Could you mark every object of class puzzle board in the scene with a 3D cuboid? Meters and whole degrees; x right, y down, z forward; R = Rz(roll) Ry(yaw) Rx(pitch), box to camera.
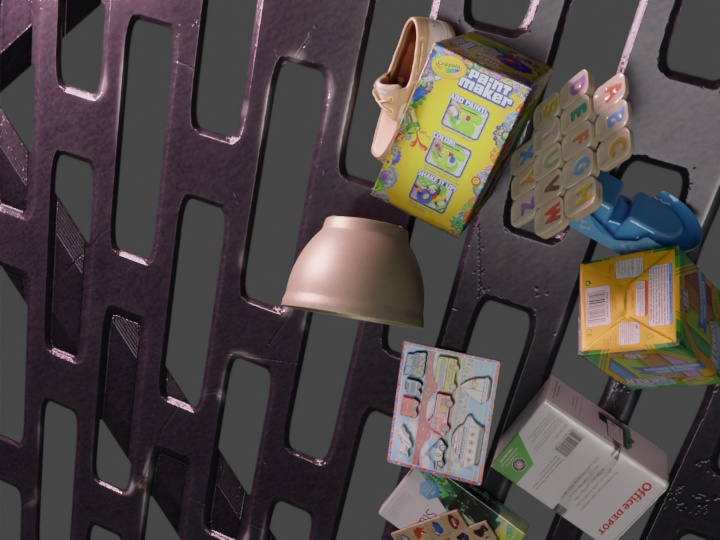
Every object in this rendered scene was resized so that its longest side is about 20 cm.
[{"bbox_3d":[0.124,0.218,1.191,0.150,0.017,0.200,11,103,18],"label":"puzzle board"}]

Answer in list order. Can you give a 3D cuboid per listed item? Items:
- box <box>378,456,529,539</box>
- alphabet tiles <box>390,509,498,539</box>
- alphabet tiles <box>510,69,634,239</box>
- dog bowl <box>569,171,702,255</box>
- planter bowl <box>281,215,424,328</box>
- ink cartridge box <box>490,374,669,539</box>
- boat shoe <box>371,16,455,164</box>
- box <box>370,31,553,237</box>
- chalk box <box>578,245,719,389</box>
[{"bbox_3d":[0.147,0.398,1.257,0.200,0.036,0.144,34,118,5],"label":"box"},{"bbox_3d":[0.144,0.472,1.264,0.200,0.006,0.167,-30,96,28],"label":"alphabet tiles"},{"bbox_3d":[0.244,-0.140,0.937,0.015,0.200,0.196,21,148,-25],"label":"alphabet tiles"},{"bbox_3d":[0.322,-0.074,0.978,0.200,0.112,0.050,31,136,7],"label":"dog bowl"},{"bbox_3d":[0.000,0.000,1.095,0.200,0.200,0.135,8,85,18],"label":"planter bowl"},{"bbox_3d":[0.313,0.272,1.119,0.200,0.084,0.146,35,118,6],"label":"ink cartridge box"},{"bbox_3d":[0.051,-0.237,1.028,0.074,0.069,0.200,46,120,49],"label":"boat shoe"},{"bbox_3d":[0.128,-0.174,0.960,0.122,0.200,0.193,28,117,10],"label":"box"},{"bbox_3d":[0.370,0.071,0.967,0.124,0.200,0.125,-13,61,39],"label":"chalk box"}]
